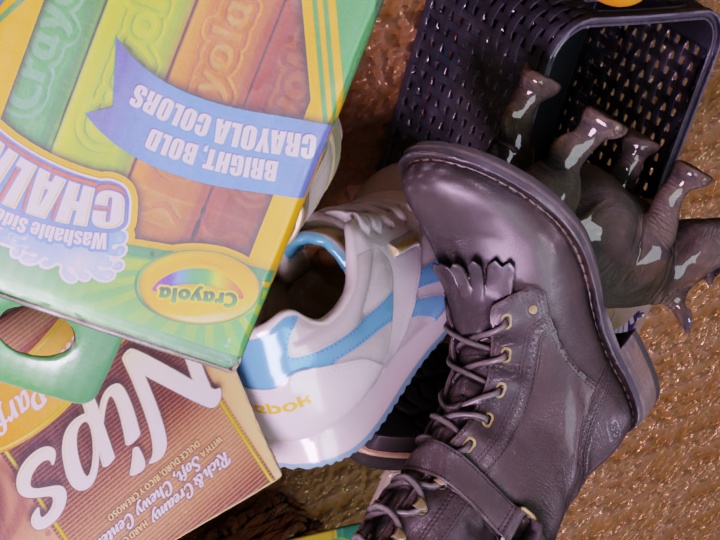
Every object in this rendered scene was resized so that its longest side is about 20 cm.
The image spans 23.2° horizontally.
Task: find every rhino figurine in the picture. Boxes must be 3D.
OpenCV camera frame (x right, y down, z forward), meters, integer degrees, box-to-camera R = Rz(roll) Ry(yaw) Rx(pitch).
[{"bbox_3d":[0.130,-0.023,0.877,0.200,0.060,0.088,24,102,-40],"label":"rhino figurine"}]

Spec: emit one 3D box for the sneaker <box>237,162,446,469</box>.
[{"bbox_3d":[0.000,0.000,0.818,0.200,0.076,0.081,-60,141,-48],"label":"sneaker"}]

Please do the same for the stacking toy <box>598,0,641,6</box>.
[{"bbox_3d":[0.051,-0.163,0.726,0.110,0.200,0.116,-41,141,-11],"label":"stacking toy"}]

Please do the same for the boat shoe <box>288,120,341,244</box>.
[{"bbox_3d":[-0.063,-0.106,0.716,0.073,0.063,0.201,-11,116,15],"label":"boat shoe"}]

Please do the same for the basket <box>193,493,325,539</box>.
[{"bbox_3d":[-0.035,0.254,1.041,0.142,0.149,0.201,-26,136,-28],"label":"basket"}]

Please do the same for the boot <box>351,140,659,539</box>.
[{"bbox_3d":[0.048,0.063,0.770,0.200,0.069,0.174,52,58,-22],"label":"boot"}]

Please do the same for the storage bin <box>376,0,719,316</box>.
[{"bbox_3d":[0.093,-0.066,0.943,0.135,0.094,0.201,-10,127,-40],"label":"storage bin"}]

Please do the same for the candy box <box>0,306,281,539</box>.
[{"bbox_3d":[-0.141,0.077,0.705,0.200,0.055,0.116,-28,101,-31],"label":"candy box"}]

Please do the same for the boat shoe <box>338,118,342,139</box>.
[{"bbox_3d":[-0.043,-0.066,0.822,0.071,0.070,0.201,-27,137,-27],"label":"boat shoe"}]

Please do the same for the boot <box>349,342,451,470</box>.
[{"bbox_3d":[0.047,0.110,0.903,0.199,0.077,0.139,-3,128,-43],"label":"boot"}]

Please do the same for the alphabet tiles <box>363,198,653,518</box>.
[{"bbox_3d":[0.097,0.048,0.963,0.167,0.008,0.201,-1,122,-45],"label":"alphabet tiles"}]

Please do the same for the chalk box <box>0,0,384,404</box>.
[{"bbox_3d":[-0.091,-0.047,0.631,0.124,0.124,0.201,18,98,-20],"label":"chalk box"}]

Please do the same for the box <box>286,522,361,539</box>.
[{"bbox_3d":[-0.049,0.202,0.897,0.199,0.118,0.048,-9,161,-28],"label":"box"}]
